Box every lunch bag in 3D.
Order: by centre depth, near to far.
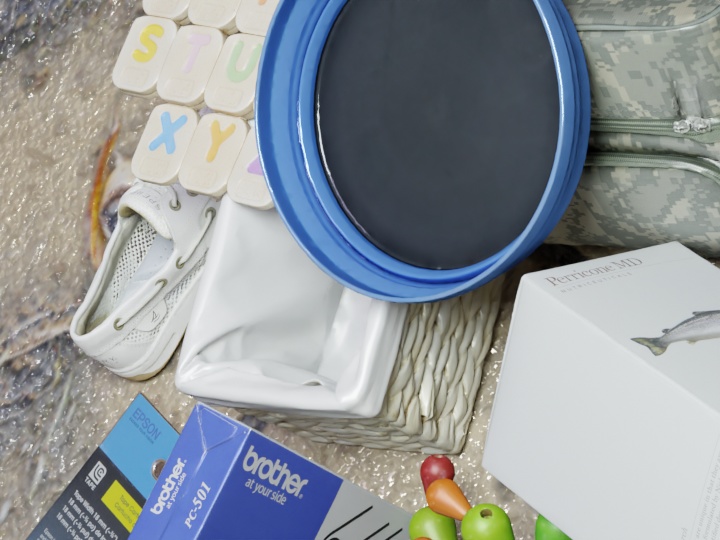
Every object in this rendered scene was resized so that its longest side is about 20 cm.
[{"bbox_3d":[0.155,-0.087,1.274,0.199,0.168,0.139,4,35,36],"label":"lunch bag"}]

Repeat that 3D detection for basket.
[{"bbox_3d":[0.000,0.000,1.358,0.135,0.123,0.201,3,70,36],"label":"basket"}]

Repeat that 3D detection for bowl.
[{"bbox_3d":[0.032,-0.084,1.228,0.200,0.039,0.202,3,94,38],"label":"bowl"}]

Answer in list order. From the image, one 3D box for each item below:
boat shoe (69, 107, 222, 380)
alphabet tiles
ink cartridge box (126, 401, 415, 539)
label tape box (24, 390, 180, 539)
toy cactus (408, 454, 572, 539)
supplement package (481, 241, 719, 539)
[{"bbox_3d":[-0.119,-0.031,1.488,0.071,0.069,0.201,17,79,40],"label":"boat shoe"},{"bbox_3d":[-0.059,-0.135,1.373,0.199,0.015,0.196,15,77,40],"label":"alphabet tiles"},{"bbox_3d":[-0.039,0.148,1.266,0.044,0.200,0.094,23,83,39],"label":"ink cartridge box"},{"bbox_3d":[-0.138,0.196,1.400,0.200,0.063,0.144,-51,50,4],"label":"label tape box"},{"bbox_3d":[0.086,0.196,1.246,0.200,0.102,0.166,26,104,37],"label":"toy cactus"},{"bbox_3d":[0.172,0.087,1.172,0.200,0.117,0.118,37,127,42],"label":"supplement package"}]
